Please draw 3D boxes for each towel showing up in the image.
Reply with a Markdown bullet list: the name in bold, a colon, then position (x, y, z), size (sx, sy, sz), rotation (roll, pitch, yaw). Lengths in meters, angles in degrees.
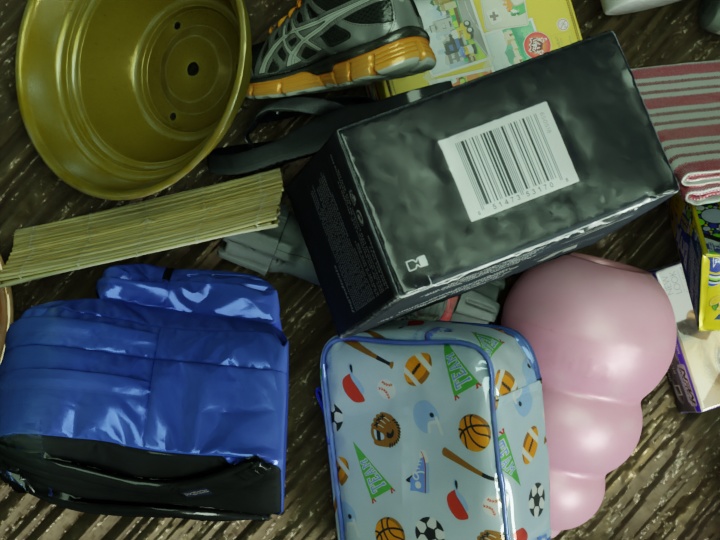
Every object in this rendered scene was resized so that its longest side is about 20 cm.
- **towel**: position (0.269, -0.101, 1.732), size (0.146, 0.200, 0.030), rotation (-5, 118, -9)

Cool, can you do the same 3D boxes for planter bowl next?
- **planter bowl**: position (-0.137, -0.145, 1.694), size (0.200, 0.083, 0.200), rotation (-3, 85, 34)

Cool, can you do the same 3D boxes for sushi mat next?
- **sushi mat**: position (-0.148, -0.029, 1.675), size (0.200, 0.096, 0.012), rotation (-13, 111, 7)

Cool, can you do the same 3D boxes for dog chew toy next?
- **dog chew toy**: position (0.148, 0.090, 1.726), size (0.124, 0.125, 0.200), rotation (13, 95, -8)

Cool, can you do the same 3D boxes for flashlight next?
- **flashlight**: position (0.000, 0.000, 1.737), size (0.200, 0.068, 0.068), rotation (21, 52, -2)

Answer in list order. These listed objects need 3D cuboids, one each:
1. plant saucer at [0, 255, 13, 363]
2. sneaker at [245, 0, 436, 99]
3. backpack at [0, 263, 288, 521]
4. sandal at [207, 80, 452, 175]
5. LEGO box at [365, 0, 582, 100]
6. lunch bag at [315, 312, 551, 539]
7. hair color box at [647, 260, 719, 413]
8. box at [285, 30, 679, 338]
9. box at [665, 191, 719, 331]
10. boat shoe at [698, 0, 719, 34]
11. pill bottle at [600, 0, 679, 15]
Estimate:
- **plant saucer**: position (-0.339, 0.031, 1.688), size (0.200, 0.037, 0.200), rotation (0, 85, -6)
- **sneaker**: position (-0.021, -0.162, 1.682), size (0.078, 0.200, 0.077), rotation (-13, 94, -38)
- **backpack**: position (-0.149, 0.084, 1.662), size (0.200, 0.163, 0.168), rotation (2, 64, 0)
- **sandal**: position (-0.021, -0.107, 1.696), size (0.200, 0.076, 0.043), rotation (-16, 92, 33)
- **LEGO box**: position (0.083, -0.135, 1.750), size (0.149, 0.077, 0.200), rotation (-15, 89, -9)
- **lunch bag**: position (0.048, 0.125, 1.686), size (0.160, 0.076, 0.200), rotation (1, 101, 33)
- **hair color box**: position (0.314, 0.023, 1.782), size (0.200, 0.065, 0.109), rotation (-19, 90, -8)
- **box**: position (0.073, -0.052, 1.594), size (0.197, 0.200, 0.117), rotation (-20, 85, -14)
- **box**: position (0.257, -0.035, 1.706), size (0.070, 0.200, 0.064), rotation (0, 121, -1)
- **boat shoe**: position (0.319, -0.257, 1.801), size (0.065, 0.074, 0.202), rotation (26, 86, -11)
- **pill bottle**: position (0.195, -0.292, 1.761), size (0.113, 0.113, 0.200), rotation (-14, 88, -10)
